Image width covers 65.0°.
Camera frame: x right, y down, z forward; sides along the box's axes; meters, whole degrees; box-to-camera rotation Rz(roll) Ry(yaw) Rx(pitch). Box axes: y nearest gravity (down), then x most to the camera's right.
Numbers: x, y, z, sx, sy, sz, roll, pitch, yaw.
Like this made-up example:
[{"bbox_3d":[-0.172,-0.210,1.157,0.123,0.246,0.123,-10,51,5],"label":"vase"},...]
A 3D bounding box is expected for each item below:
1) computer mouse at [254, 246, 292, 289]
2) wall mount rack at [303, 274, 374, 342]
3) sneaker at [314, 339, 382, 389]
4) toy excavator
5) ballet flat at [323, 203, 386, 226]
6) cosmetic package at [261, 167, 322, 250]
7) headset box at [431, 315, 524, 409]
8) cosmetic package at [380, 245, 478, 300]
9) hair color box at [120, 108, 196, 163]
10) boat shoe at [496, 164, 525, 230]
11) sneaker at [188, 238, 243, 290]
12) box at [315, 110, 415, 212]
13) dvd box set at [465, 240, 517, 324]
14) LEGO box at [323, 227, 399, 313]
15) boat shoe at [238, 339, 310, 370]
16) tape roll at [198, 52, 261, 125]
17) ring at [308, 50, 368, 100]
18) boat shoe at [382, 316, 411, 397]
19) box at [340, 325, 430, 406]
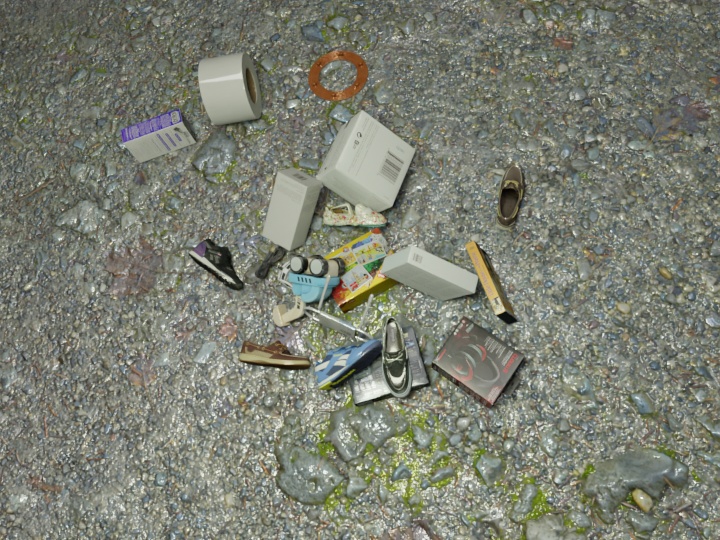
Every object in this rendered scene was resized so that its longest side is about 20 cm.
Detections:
[{"bbox_3d":[-0.193,0.016,1.588,0.199,0.044,0.110,30,81,20],"label":"computer mouse"},{"bbox_3d":[-0.042,0.100,1.412,0.199,0.174,0.075,23,63,8],"label":"wall mount rack"},{"bbox_3d":[-0.037,0.219,1.410,0.200,0.074,0.083,-35,60,15],"label":"sneaker"},{"bbox_3d":[-0.146,0.058,1.486,0.194,0.100,0.201,8,95,32],"label":"toy excavator"},{"bbox_3d":[-0.022,-0.156,1.586,0.199,0.076,0.064,3,110,27],"label":"ballet flat"},{"bbox_3d":[-0.193,-0.171,1.581,0.107,0.085,0.201,30,119,17],"label":"cosmetic package"},{"bbox_3d":[0.299,0.233,1.406,0.200,0.075,0.149,34,77,20],"label":"headset box"},{"bbox_3d":[0.172,0.011,1.429,0.199,0.151,0.052,24,69,-19],"label":"cosmetic package"},{"bbox_3d":[-0.640,-0.427,1.798,0.199,0.109,0.065,-18,65,1],"label":"hair color box"},{"bbox_3d":[0.418,-0.213,1.574,0.071,0.060,0.201,12,71,14],"label":"boat shoe"},{"bbox_3d":[-0.398,-0.026,1.623,0.200,0.076,0.088,34,71,20],"label":"sneaker"},{"bbox_3d":[0.016,-0.295,1.581,0.199,0.131,0.200,31,69,-21],"label":"box"},{"bbox_3d":[0.335,0.033,1.443,0.029,0.146,0.201,-27,65,18],"label":"dvd box set"},{"bbox_3d":[0.000,0.000,1.545,0.199,0.077,0.149,-29,67,-3],"label":"LEGO box"},{"bbox_3d":[-0.226,0.218,1.499,0.199,0.072,0.072,3,70,17],"label":"boat shoe"},{"bbox_3d":[-0.404,-0.566,1.767,0.138,0.203,0.204,-8,67,5],"label":"tape roll"},{"bbox_3d":[-0.074,-0.640,1.844,0.199,0.019,0.202,-3,69,8],"label":"ring"},{"bbox_3d":[0.080,0.211,1.395,0.072,0.071,0.201,-12,67,4],"label":"boat shoe"},{"bbox_3d":[0.062,0.244,1.452,0.199,0.051,0.159,-17,67,3],"label":"box"}]
